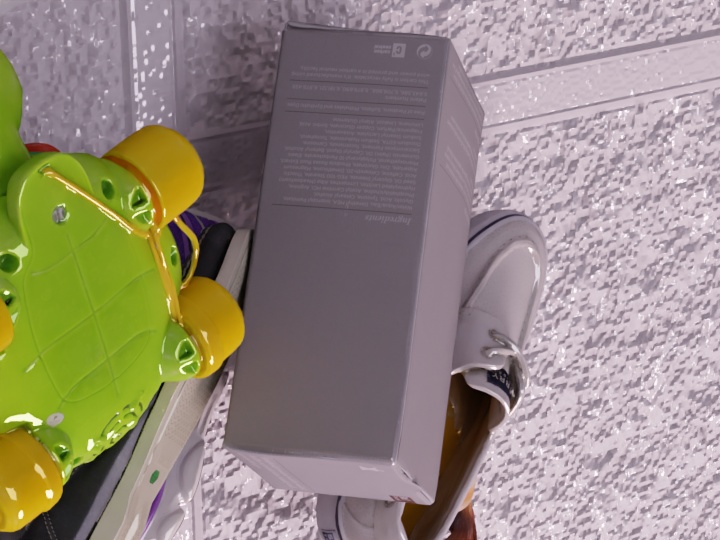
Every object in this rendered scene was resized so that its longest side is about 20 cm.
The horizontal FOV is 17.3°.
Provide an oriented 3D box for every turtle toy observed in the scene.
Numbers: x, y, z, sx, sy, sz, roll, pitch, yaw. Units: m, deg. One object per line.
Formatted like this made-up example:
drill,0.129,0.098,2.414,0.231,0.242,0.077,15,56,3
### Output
turtle toy,-0.138,-0.004,0.935,0.146,0.101,0.200,-39,131,-34

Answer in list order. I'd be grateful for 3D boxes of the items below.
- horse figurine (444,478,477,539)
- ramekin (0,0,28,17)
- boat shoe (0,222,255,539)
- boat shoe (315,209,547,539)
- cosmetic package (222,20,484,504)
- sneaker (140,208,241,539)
horse figurine,0.017,0.091,1.197,0.133,0.050,0.200,-45,120,-38
ramekin,-0.186,-0.186,0.927,0.200,0.105,0.201,-12,112,-33
boat shoe,-0.106,0.060,1.028,0.200,0.068,0.072,-62,169,-15
boat shoe,0.051,0.056,1.149,0.071,0.070,0.200,46,62,-30
cosmetic package,0.000,0.000,1.077,0.107,0.090,0.200,58,41,-69
sneaker,-0.115,0.063,1.097,0.083,0.081,0.200,26,79,-25
